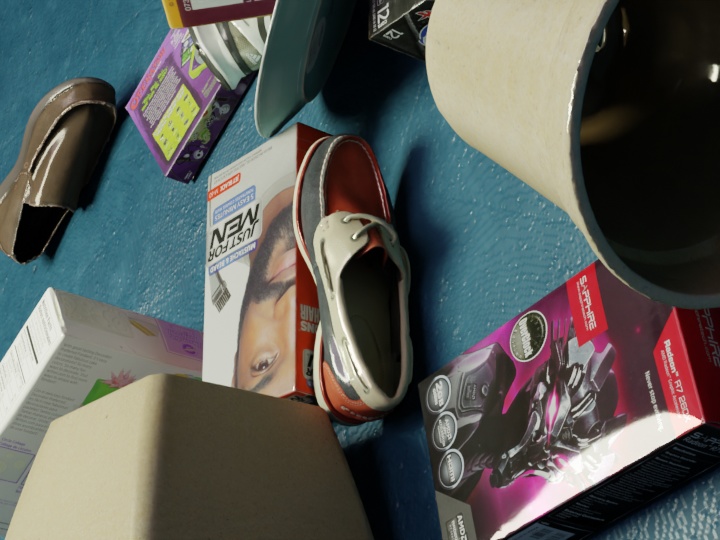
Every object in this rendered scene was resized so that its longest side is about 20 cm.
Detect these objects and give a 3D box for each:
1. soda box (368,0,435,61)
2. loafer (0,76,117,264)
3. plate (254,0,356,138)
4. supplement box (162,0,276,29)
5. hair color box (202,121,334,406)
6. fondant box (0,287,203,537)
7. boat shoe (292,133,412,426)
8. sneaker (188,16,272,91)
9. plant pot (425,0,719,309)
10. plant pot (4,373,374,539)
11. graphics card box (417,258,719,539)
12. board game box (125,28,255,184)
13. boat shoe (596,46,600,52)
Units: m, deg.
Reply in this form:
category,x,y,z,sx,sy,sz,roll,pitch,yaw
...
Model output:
category,x,y,z,sx,sy,sz,roll,pitch,yaw
soda box,0.048,-0.245,1.148,0.071,0.063,0.200,-29,54,43
loafer,-0.269,-0.084,1.507,0.200,0.073,0.071,-57,48,28
plate,-0.027,-0.185,1.172,0.200,0.026,0.200,19,-90,-84
supplement box,-0.096,-0.269,1.183,0.200,0.086,0.110,-89,-10,-53
hair color box,-0.056,0.011,1.177,0.111,0.064,0.200,-27,56,44
fondant box,-0.213,0.119,1.270,0.200,0.144,0.058,-53,38,24
boat shoe,0.000,0.000,1.095,0.063,0.071,0.200,145,126,-60
sneaker,-0.083,-0.232,1.287,0.115,0.076,0.201,-28,52,8
plant pot,0.135,-0.104,0.857,0.183,0.200,0.201,31,101,56
plant pot,-0.109,0.174,1.055,0.200,0.200,0.177,-25,57,46
graphics card box,0.119,0.076,0.927,0.200,0.051,0.126,-38,48,39
board game box,-0.120,-0.183,1.376,0.200,0.032,0.120,-57,43,19
boat shoe,0.100,-0.119,1.020,0.199,0.074,0.066,62,165,19
